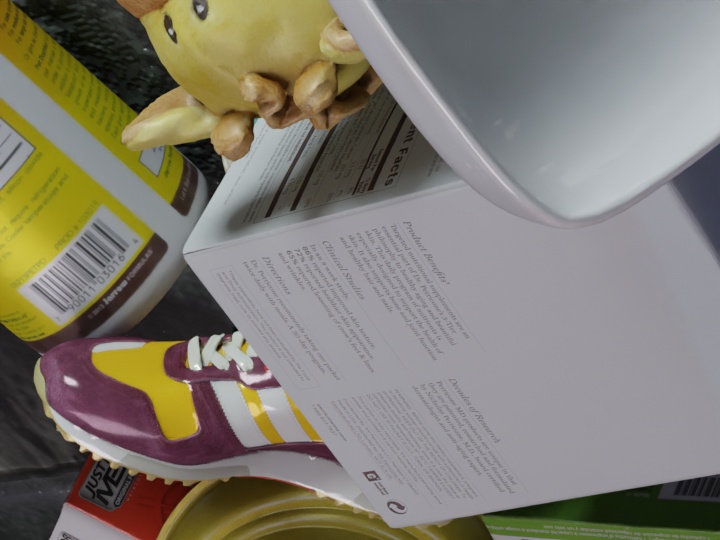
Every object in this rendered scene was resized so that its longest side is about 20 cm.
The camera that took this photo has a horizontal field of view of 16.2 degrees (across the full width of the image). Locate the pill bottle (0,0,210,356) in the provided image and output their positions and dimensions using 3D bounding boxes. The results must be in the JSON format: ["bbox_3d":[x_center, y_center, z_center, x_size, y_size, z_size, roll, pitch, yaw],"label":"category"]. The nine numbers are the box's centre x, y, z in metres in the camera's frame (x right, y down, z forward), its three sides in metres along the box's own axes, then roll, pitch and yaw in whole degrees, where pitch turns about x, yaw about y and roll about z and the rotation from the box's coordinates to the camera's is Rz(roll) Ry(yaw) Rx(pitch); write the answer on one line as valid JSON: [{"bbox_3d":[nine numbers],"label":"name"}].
[{"bbox_3d":[-0.167,-0.059,1.086,0.200,0.109,0.109,42,141,-23],"label":"pill bottle"}]

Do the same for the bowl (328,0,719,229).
[{"bbox_3d":[0.059,-0.132,0.783,0.200,0.200,0.075,54,159,-12],"label":"bowl"}]

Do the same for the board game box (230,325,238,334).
[{"bbox_3d":[0.000,0.098,1.261,0.104,0.023,0.200,11,142,17],"label":"board game box"}]

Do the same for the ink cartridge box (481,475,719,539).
[{"bbox_3d":[0.165,0.153,1.148,0.147,0.076,0.200,0,134,34],"label":"ink cartridge box"}]

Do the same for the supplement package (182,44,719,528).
[{"bbox_3d":[0.075,-0.020,0.939,0.200,0.151,0.152,-13,125,37],"label":"supplement package"}]

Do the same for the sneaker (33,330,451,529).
[{"bbox_3d":[-0.035,0.043,1.063,0.199,0.075,0.090,12,120,-18],"label":"sneaker"}]

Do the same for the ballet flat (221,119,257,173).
[{"bbox_3d":[0.000,0.000,1.119,0.062,0.067,0.200,27,153,50],"label":"ballet flat"}]

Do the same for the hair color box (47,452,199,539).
[{"bbox_3d":[-0.063,0.164,1.314,0.200,0.061,0.102,27,145,-3],"label":"hair color box"}]

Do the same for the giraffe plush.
[{"bbox_3d":[-0.033,-0.122,0.878,0.200,0.162,0.173,26,144,-2],"label":"giraffe plush"}]

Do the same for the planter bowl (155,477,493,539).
[{"bbox_3d":[-0.016,0.188,1.217,0.200,0.083,0.201,3,111,8],"label":"planter bowl"}]
